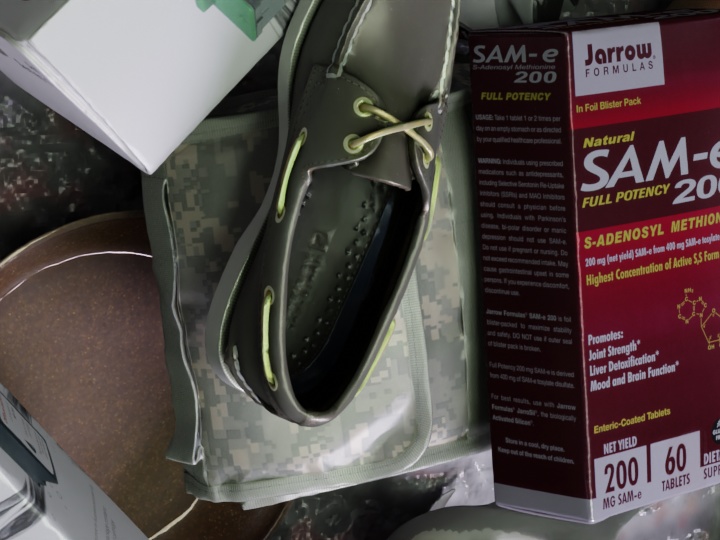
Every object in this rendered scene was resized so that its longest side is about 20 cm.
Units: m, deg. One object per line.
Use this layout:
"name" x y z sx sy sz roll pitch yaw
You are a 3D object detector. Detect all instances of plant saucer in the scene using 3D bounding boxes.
"plant saucer" -0.113 0.065 1.113 0.200 0.037 0.201 -10 112 -26

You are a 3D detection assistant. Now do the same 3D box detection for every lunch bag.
"lunch bag" 0.000 0.000 1.072 0.200 0.117 0.165 -16 105 -37

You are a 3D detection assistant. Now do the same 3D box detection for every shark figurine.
"shark figurine" 0.047 0.132 1.191 0.128 0.214 0.090 38 44 -6

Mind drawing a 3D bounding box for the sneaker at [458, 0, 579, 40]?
"sneaker" 0.066 -0.194 1.106 0.074 0.088 0.201 52 52 -57

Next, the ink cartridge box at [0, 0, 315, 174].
"ink cartridge box" -0.070 -0.150 0.996 0.200 0.146 0.084 -47 125 -7

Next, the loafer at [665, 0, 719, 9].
"loafer" 0.165 -0.106 1.194 0.200 0.076 0.068 -22 116 -33

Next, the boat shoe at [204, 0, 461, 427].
"boat shoe" 0.000 -0.039 0.961 0.072 0.060 0.202 13 101 -32

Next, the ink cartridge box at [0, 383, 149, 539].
"ink cartridge box" -0.194 0.111 1.018 0.146 0.086 0.200 -37 115 8

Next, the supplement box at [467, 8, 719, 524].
"supplement box" 0.107 -0.005 1.051 0.109 0.061 0.201 -11 100 -41
